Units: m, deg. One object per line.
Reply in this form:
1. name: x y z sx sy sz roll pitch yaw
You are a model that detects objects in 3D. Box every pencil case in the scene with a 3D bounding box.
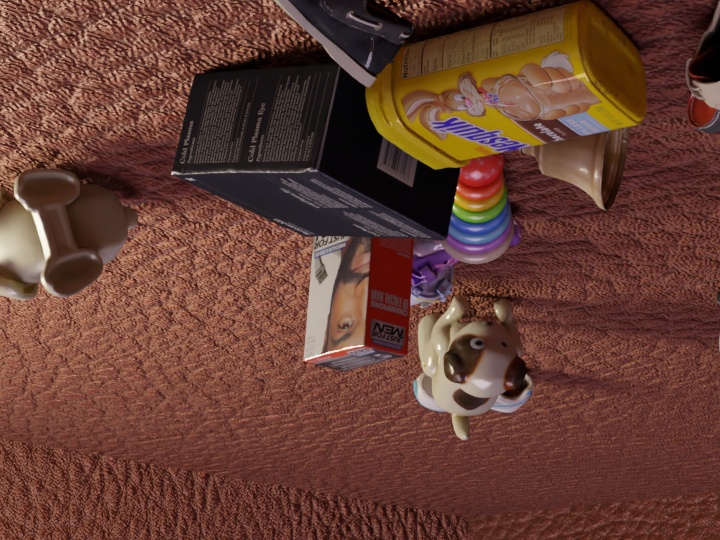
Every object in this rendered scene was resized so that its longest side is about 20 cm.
1. pencil case: 0.036 0.017 1.844 0.091 0.083 0.200 34 153 -19

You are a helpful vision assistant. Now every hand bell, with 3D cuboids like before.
1. hand bell: 0.146 -0.124 1.403 0.200 0.104 0.104 11 166 20

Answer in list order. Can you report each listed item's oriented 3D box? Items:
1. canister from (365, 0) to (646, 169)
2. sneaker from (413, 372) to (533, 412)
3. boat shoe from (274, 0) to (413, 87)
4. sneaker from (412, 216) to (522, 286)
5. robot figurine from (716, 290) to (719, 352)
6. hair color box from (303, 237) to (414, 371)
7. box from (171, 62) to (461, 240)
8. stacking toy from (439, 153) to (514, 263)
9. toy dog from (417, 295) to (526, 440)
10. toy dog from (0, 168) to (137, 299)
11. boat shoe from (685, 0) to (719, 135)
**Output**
1. canister: 0.126 -0.156 1.260 0.200 0.087 0.148 -10 159 32
2. sneaker: 0.184 0.187 2.411 0.200 0.077 0.081 2 156 -18
3. boat shoe: -0.030 -0.220 1.146 0.068 0.072 0.200 -41 140 12
4. sneaker: 0.086 -0.026 1.691 0.200 0.089 0.080 -2 161 14
5. robot figurine: 0.534 0.089 1.897 0.150 0.125 0.200 5 176 2
6. hair color box: 0.000 0.000 1.595 0.064 0.200 0.111 16 159 -36
7. box: -0.037 -0.106 1.372 0.182 0.104 0.200 1 165 39
8. stacking toy: 0.118 -0.081 1.531 0.085 0.085 0.200 1 158 6
9. toy dog: 0.150 0.127 2.020 0.139 0.194 0.200 17 168 -5
10. toy dog: -0.372 -0.041 1.665 0.200 0.140 0.194 -14 -167 40
11. boat shoe: 0.297 -0.170 1.196 0.063 0.071 0.200 -10 159 -10
